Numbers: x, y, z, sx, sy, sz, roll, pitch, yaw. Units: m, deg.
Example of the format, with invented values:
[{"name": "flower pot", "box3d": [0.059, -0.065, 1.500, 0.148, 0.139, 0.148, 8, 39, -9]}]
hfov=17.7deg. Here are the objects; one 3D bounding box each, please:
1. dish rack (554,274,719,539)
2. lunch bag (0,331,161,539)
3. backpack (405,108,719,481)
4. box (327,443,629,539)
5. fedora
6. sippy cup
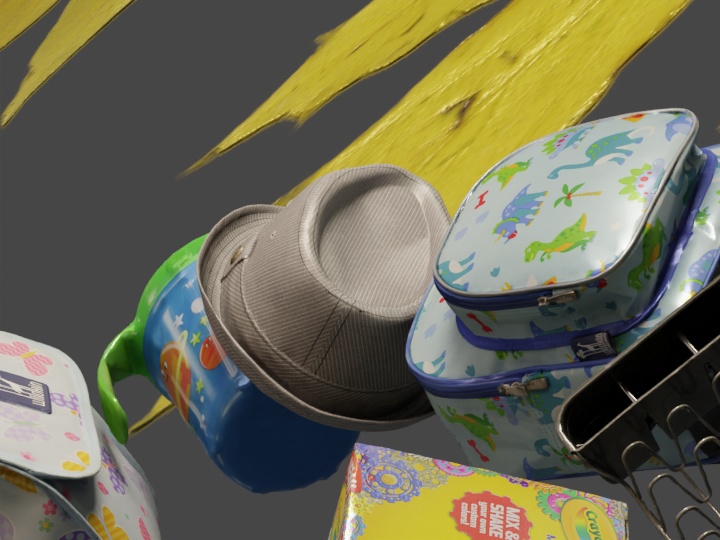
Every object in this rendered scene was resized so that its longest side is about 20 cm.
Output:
[{"name": "dish rack", "box3d": [0.200, 0.092, 1.045, 0.153, 0.055, 0.200, -39, 47, 1]}, {"name": "lunch bag", "box3d": [-0.202, 0.131, 1.380, 0.127, 0.200, 0.170, -34, 25, 6]}, {"name": "backpack", "box3d": [0.121, 0.013, 1.230, 0.199, 0.147, 0.183, -16, 31, 39]}, {"name": "box", "box3d": [0.028, 0.214, 0.927, 0.200, 0.121, 0.193, -82, 5, -57]}, {"name": "fedora", "box3d": [0.000, 0.000, 1.345, 0.090, 0.176, 0.200, -59, -5, 35]}, {"name": "sippy cup", "box3d": [-0.059, 0.062, 1.410, 0.178, 0.140, 0.130, -42, 36, 9]}]
